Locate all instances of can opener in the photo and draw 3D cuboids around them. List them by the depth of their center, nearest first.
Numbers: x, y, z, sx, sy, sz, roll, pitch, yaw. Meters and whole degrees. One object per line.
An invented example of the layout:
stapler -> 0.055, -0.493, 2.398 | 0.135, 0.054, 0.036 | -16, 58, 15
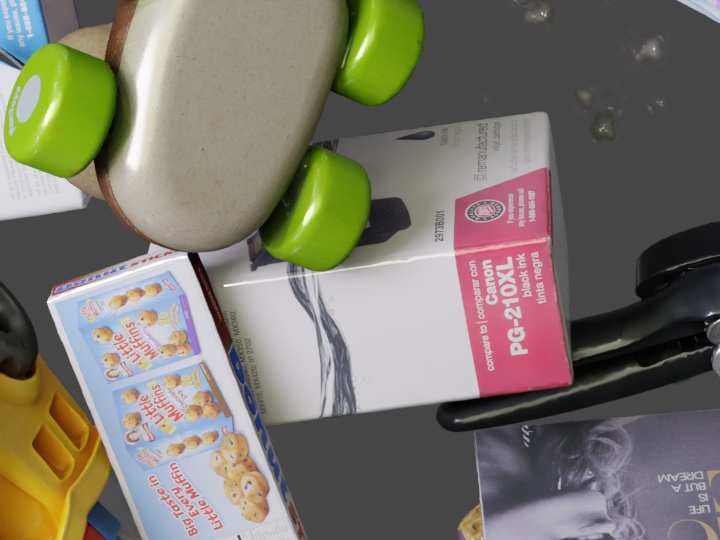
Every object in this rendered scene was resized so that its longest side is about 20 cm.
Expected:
can opener -> 0.130, 0.041, 1.320 | 0.199, 0.079, 0.064 | -23, 121, 8

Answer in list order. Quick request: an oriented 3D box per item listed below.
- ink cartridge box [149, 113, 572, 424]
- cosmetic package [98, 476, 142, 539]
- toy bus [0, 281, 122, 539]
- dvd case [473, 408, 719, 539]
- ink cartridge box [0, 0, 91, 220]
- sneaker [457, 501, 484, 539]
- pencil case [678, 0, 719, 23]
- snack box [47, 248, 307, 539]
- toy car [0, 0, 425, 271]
ink cartridge box -> 0.000, 0.000, 1.275 | 0.198, 0.145, 0.085 | -8, 117, 7
cosmetic package -> -0.105, 0.170, 1.309 | 0.199, 0.101, 0.072 | 33, 94, 9
toy bus -> -0.179, 0.113, 1.173 | 0.136, 0.200, 0.192 | -41, 100, 15
dvd case -> 0.134, 0.142, 1.248 | 0.147, 0.016, 0.201 | -5, 40, 1
ink cartridge box -> -0.246, -0.098, 1.338 | 0.198, 0.086, 0.147 | -7, 111, 8
sneaker -> 0.135, 0.177, 1.292 | 0.199, 0.091, 0.075 | 21, 45, 31
pencil case -> 0.172, -0.172, 1.315 | 0.199, 0.083, 0.091 | 28, 104, 9
snack box -> -0.077, 0.090, 1.210 | 0.071, 0.024, 0.201 | -18, 105, 10
toy car -> -0.097, -0.092, 1.207 | 0.163, 0.200, 0.159 | 21, 85, -29
